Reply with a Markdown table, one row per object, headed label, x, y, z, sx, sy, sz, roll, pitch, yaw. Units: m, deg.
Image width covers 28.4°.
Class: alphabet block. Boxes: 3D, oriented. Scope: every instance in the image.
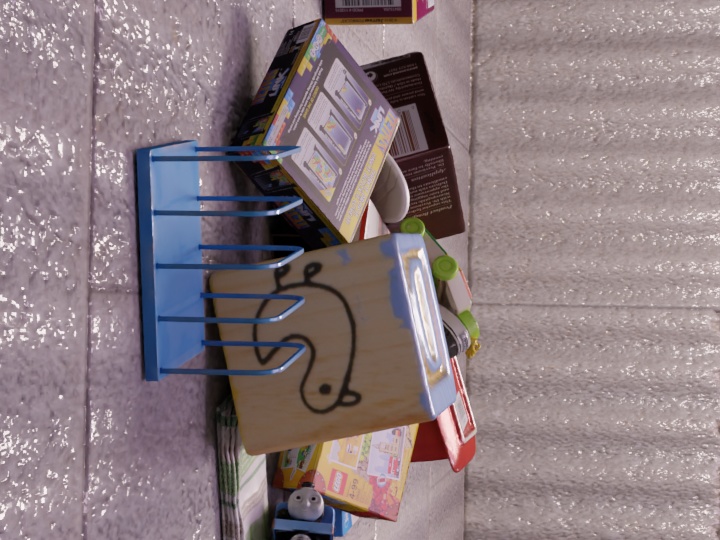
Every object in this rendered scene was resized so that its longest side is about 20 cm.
| label | x | y | z | sx | sy | sz | roll | pitch | yaw |
| --- | --- | --- | --- | --- | --- | --- | --- | --- | --- |
| alphabet block | -0.023 | 0.073 | 1.490 | 0.196 | 0.198 | 0.197 | 3 | 74 | -79 |

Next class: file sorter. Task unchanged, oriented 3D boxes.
| label | x | y | z | sx | sy | sz | roll | pitch | yaw |
| --- | --- | --- | --- | --- | --- | --- | --- | --- | --- |
| file sorter | -0.119 | -0.012 | 1.277 | 0.139 | 0.122 | 0.202 | -37 | 127 | -76 |

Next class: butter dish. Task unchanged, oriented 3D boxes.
| label | x | y | z | sx | sy | sz | roll | pitch | yaw |
| --- | --- | --- | --- | --- | --- | --- | --- | --- | --- |
| butter dish | 0.070 | 0.191 | 1.989 | 0.200 | 0.147 | 0.201 | -3 | 76 | -78 |

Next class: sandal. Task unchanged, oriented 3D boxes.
| label | x | y | z | sx | sy | sz | roll | pitch | yaw |
| --- | --- | --- | --- | --- | --- | --- | --- | --- | --- |
| sandal | -0.004 | -0.140 | 1.717 | 0.050 | 0.203 | 0.083 | -21 | 148 | -47 |

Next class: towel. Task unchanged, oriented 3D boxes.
| label | x | y | z | sx | sy | sz | roll | pitch | yaw |
| --- | --- | --- | --- | --- | --- | --- | --- | --- | --- |
| towel | -0.119 | 0.220 | 1.538 | 0.149 | 0.030 | 0.202 | -51 | 141 | -72 |

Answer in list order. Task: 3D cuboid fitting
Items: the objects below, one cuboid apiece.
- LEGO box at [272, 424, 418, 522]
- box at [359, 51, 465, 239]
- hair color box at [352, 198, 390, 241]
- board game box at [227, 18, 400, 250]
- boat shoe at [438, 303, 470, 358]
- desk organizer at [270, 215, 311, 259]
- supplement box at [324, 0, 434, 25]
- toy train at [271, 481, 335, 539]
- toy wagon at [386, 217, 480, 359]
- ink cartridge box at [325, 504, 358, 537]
| label | x | y | z | sx | sy | sz | roll | pitch | yaw |
| --- | --- | --- | --- | --- | --- | --- | --- | --- | --- |
| LEGO box | -0.008 | 0.188 | 1.736 | 0.148 | 0.077 | 0.202 | 27 | 69 | -38 |
| box | 0.033 | -0.146 | 1.865 | 0.200 | 0.165 | 0.165 | 74 | 1 | -57 |
| hair color box | 0.000 | 0.000 | 1.698 | 0.200 | 0.063 | 0.112 | 56 | 38 | -68 |
| board game box | -0.047 | -0.149 | 1.570 | 0.166 | 0.056 | 0.201 | 50 | 46 | -33 |
| boat shoe | 0.056 | 0.061 | 1.806 | 0.200 | 0.063 | 0.071 | 30 | -37 | 53 |
| desk organizer | -0.068 | -0.083 | 1.685 | 0.077 | 0.071 | 0.202 | -53 | 142 | -68 |
| supplement box | 0.028 | -0.408 | 2.014 | 0.200 | 0.130 | 0.104 | -57 | 146 | -72 |
| toy train | -0.066 | 0.317 | 1.637 | 0.200 | 0.086 | 0.115 | 92 | 1 | -64 |
| toy wagon | 0.096 | 0.027 | 1.819 | 0.200 | 0.039 | 0.156 | 50 | -24 | 24 |
| ink cartridge box | -0.044 | 0.232 | 1.837 | 0.116 | 0.067 | 0.202 | -17 | 107 | -79 |
